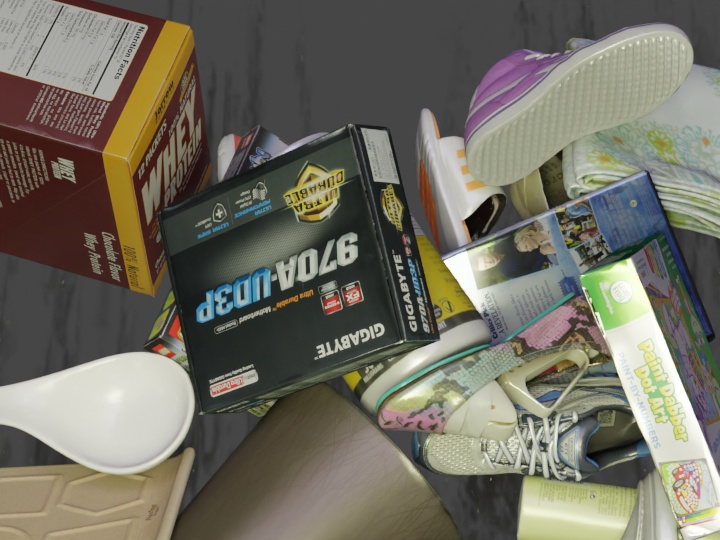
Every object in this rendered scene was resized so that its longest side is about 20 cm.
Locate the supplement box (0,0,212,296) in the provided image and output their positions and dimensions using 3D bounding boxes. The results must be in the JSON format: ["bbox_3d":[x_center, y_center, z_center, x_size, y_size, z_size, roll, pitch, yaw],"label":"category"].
[{"bbox_3d":[-0.239,-0.107,1.702,0.200,0.197,0.133,16,60,11],"label":"supplement box"}]

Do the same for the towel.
[{"bbox_3d":[0.249,-0.109,1.743,0.171,0.048,0.200,15,41,-8],"label":"towel"}]

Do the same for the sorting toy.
[{"bbox_3d":[-0.225,0.189,1.554,0.200,0.036,0.185,-8,20,7],"label":"sorting toy"}]

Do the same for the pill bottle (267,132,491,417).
[{"bbox_3d":[0.000,0.000,1.603,0.111,0.111,0.200,-30,75,-17],"label":"pill bottle"}]

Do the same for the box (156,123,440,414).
[{"bbox_3d":[-0.048,0.002,1.534,0.200,0.046,0.159,-21,77,36],"label":"box"}]

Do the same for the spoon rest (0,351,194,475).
[{"bbox_3d":[-0.217,0.110,1.603,0.200,0.061,0.099,-7,59,19],"label":"spoon rest"}]

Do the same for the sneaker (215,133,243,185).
[{"bbox_3d":[-0.077,-0.026,1.725,0.082,0.077,0.200,3,59,-6],"label":"sneaker"}]

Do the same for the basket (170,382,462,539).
[{"bbox_3d":[-0.060,0.200,1.551,0.200,0.136,0.180,-39,67,-17],"label":"basket"}]

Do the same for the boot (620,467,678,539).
[{"bbox_3d":[0.175,0.237,1.531,0.096,0.074,0.200,4,80,7],"label":"boot"}]

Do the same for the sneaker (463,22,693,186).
[{"bbox_3d":[0.165,-0.157,1.690,0.200,0.073,0.114,-26,33,22],"label":"sneaker"}]

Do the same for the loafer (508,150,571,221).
[{"bbox_3d":[0.187,-0.025,1.722,0.076,0.068,0.200,-31,63,-17],"label":"loafer"}]

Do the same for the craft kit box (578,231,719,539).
[{"bbox_3d":[0.224,0.078,1.543,0.049,0.200,0.198,-19,92,16],"label":"craft kit box"}]

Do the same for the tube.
[{"bbox_3d":[0.217,0.189,1.599,0.200,0.052,0.058,5,63,4],"label":"tube"}]

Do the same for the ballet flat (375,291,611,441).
[{"bbox_3d":[0.106,0.081,1.548,0.200,0.069,0.071,-25,69,-31],"label":"ballet flat"}]

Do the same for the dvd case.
[{"bbox_3d":[0.155,0.026,1.655,0.200,0.018,0.143,-23,94,1],"label":"dvd case"}]

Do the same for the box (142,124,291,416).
[{"bbox_3d":[-0.077,-0.001,1.656,0.110,0.035,0.200,32,62,-17],"label":"box"}]

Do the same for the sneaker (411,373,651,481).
[{"bbox_3d":[0.137,0.118,1.592,0.200,0.077,0.085,-8,18,-18],"label":"sneaker"}]

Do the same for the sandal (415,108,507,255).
[{"bbox_3d":[0.092,-0.036,1.731,0.059,0.079,0.207,-13,67,-9],"label":"sandal"}]
